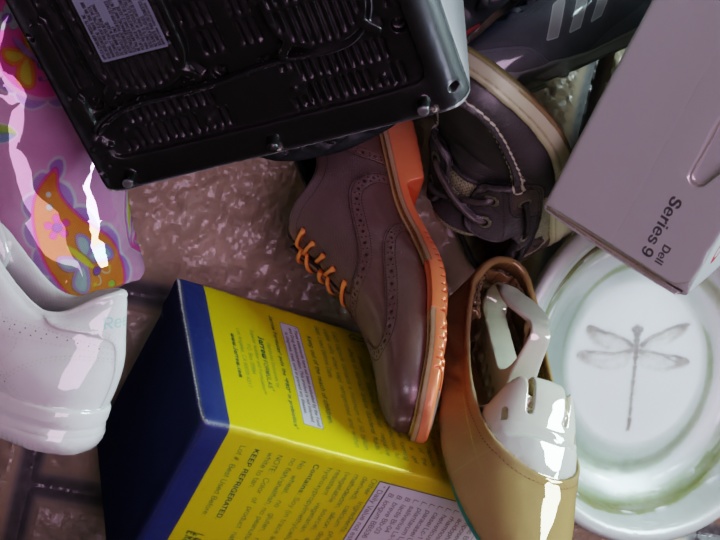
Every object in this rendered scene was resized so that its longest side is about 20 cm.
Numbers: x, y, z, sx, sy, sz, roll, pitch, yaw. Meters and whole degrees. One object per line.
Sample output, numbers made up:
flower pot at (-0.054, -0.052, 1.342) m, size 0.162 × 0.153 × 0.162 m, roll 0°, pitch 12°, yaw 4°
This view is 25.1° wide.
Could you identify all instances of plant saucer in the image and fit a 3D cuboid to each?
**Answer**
plant saucer at (0.165, 0.056, 0.946) m, size 0.198 × 0.050 × 0.203 m, roll -3°, pitch 97°, yaw -24°

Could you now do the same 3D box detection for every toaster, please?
toaster at (-0.063, -0.151, 0.687) m, size 0.179 × 0.119 × 0.201 m, roll -13°, pitch 129°, yaw 14°

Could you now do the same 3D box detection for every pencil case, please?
pencil case at (-0.163, -0.080, 0.766) m, size 0.087 × 0.087 × 0.202 m, roll -18°, pitch 103°, yaw -21°

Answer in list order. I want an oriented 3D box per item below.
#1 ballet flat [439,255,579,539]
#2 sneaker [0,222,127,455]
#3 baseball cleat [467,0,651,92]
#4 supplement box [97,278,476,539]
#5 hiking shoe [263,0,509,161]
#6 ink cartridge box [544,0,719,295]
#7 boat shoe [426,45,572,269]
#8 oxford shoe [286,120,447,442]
ballet flat at (0.072, 0.061, 0.788) m, size 0.068 × 0.201 × 0.063 m, roll 21°, pitch 119°, yaw -21°
sneaker at (-0.196, 0.006, 0.725) m, size 0.198 × 0.075 × 0.089 m, roll 20°, pitch 102°, yaw 3°
baseball cleat at (0.111, -0.156, 0.897) m, size 0.198 × 0.070 × 0.108 m, roll -22°, pitch 92°, yaw -26°
supplement box at (-0.020, 0.102, 0.816) m, size 0.198 × 0.110 × 0.109 m, roll 18°, pitch 120°, yaw -25°
hiking shoe at (0.015, -0.122, 0.838) m, size 0.199 × 0.087 × 0.075 m, roll -36°, pitch 97°, yaw -6°
ink cartridge box at (0.186, -0.086, 0.821) m, size 0.087 × 0.200 × 0.146 m, roll 31°, pitch 113°, yaw 14°
boat shoe at (0.067, -0.045, 0.832) m, size 0.072 × 0.201 × 0.066 m, roll 41°, pitch 85°, yaw 22°
oxford shoe at (0.000, 0.000, 0.813) m, size 0.072 × 0.202 × 0.072 m, roll -2°, pitch 140°, yaw -10°
